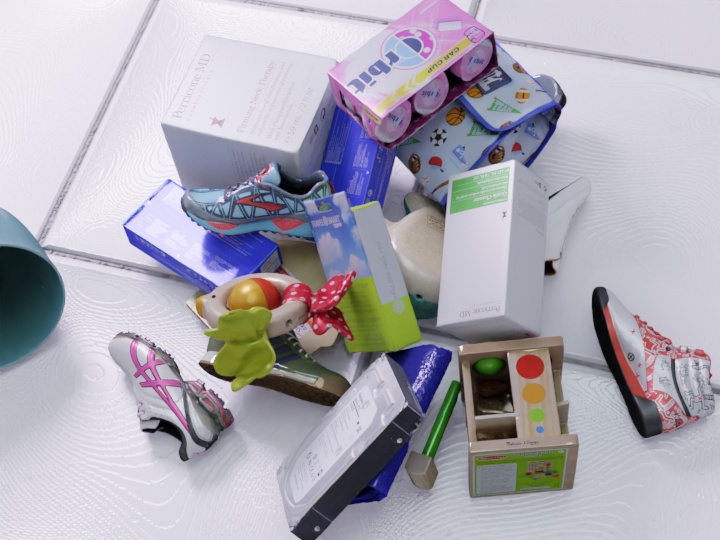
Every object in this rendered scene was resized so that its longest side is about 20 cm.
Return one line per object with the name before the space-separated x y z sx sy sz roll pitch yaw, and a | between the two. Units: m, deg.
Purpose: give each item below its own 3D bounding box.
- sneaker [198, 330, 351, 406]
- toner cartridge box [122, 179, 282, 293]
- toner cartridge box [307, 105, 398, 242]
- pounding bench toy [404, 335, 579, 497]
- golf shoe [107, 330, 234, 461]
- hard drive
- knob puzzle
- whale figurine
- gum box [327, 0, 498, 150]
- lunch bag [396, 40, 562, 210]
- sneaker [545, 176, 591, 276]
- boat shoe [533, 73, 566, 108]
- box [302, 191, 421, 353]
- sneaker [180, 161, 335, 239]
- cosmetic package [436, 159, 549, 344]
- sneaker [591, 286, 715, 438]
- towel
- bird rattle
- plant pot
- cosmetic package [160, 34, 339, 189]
sneaker | -0.096 0.101 1.604 0.198 0.067 0.091 12 65 17
toner cartridge box | -0.208 -0.035 1.711 0.199 0.043 0.095 31 63 26
toner cartridge box | -0.007 -0.129 1.723 0.094 0.043 0.202 13 87 43
pounding bench toy | 0.146 0.169 1.539 0.197 0.125 0.157 -5 57 2
golf shoe | -0.254 0.152 1.623 0.199 0.073 0.092 36 69 24
hard drive | -0.015 0.201 1.497 0.200 0.038 0.140 -47 22 9
knob puzzle | -0.099 0.042 1.702 0.217 0.031 0.222 -3 57 5
whale figurine | 0.077 -0.017 1.693 0.158 0.104 0.201 22 36 -11
gum box | 0.063 -0.253 1.655 0.199 0.066 0.113 -38 56 -13
lunch bag | 0.147 -0.192 1.715 0.200 0.124 0.170 -46 57 11
sneaker | 0.245 -0.043 1.712 0.200 0.073 0.085 -40 93 -25
boat shoe | 0.191 -0.210 1.810 0.198 0.068 0.074 -27 68 18
box | 0.000 0.000 1.607 0.047 0.122 0.202 -20 96 -28
sneaker | -0.130 -0.102 1.662 0.198 0.096 0.080 1 36 -14
cosmetic package | 0.163 -0.019 1.587 0.107 0.085 0.202 -13 61 39
sneaker | 0.361 0.101 1.597 0.107 0.067 0.203 -15 61 -5
towel | 0.030 0.185 1.549 0.049 0.147 0.201 39 63 -22
bird rattle | -0.109 0.041 1.561 0.199 0.114 0.162 -32 40 -27
plant pot | -0.499 0.004 1.678 0.199 0.202 0.161 -27 45 -11
cosmetic package | -0.137 -0.190 1.773 0.198 0.167 0.169 13 60 15
